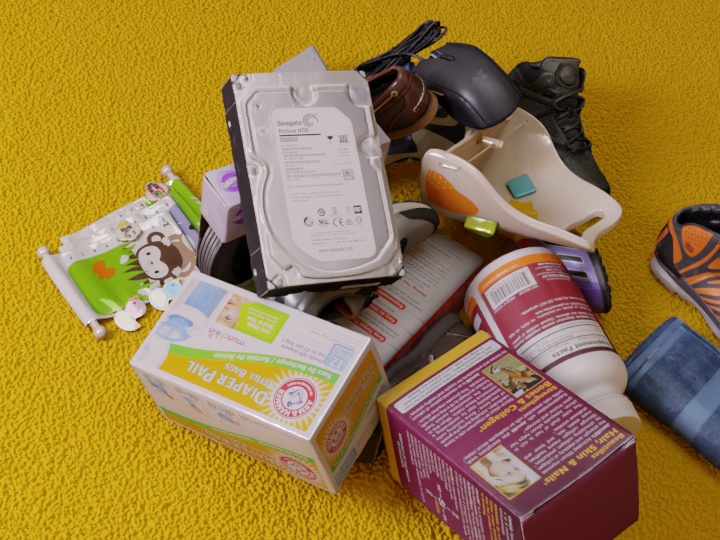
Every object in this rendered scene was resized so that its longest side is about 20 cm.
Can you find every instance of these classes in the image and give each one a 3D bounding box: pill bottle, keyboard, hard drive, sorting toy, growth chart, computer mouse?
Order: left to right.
[{"bbox_3d":[-0.227,-0.018,1.328,0.144,0.018,0.199,41,56,20],"label":"growth chart"},{"bbox_3d":[-0.043,-0.082,1.176,0.138,0.038,0.202,-4,76,-25],"label":"hard drive"},{"bbox_3d":[-0.045,-0.183,1.430,0.056,0.011,0.201,-35,44,7],"label":"keyboard"},{"bbox_3d":[0.068,-0.196,1.346,0.140,0.046,0.200,-34,44,-6],"label":"computer mouse"},{"bbox_3d":[0.171,-0.073,1.323,0.179,0.108,0.200,24,29,19],"label":"sorting toy"},{"bbox_3d":[0.188,0.085,1.264,0.112,0.114,0.201,-12,55,-20],"label":"pill bottle"}]

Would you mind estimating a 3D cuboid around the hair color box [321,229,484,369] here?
[{"bbox_3d":[0.028,0.037,1.305,0.101,0.062,0.200,34,51,18],"label":"hair color box"}]

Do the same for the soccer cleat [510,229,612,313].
[{"bbox_3d":[0.204,-0.025,1.397,0.072,0.068,0.201,-22,57,-7],"label":"soccer cleat"}]

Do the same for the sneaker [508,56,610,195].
[{"bbox_3d":[0.229,-0.166,1.476,0.076,0.115,0.200,-7,52,-37],"label":"sneaker"}]

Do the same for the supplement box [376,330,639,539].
[{"bbox_3d":[0.126,0.161,1.119,0.130,0.104,0.200,-29,40,-22],"label":"supplement box"}]

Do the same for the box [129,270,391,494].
[{"bbox_3d":[-0.086,0.098,1.158,0.198,0.102,0.113,19,61,26],"label":"box"}]

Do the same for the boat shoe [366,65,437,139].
[{"bbox_3d":[-0.020,-0.155,1.325,0.070,0.199,0.071,32,43,-46],"label":"boat shoe"}]

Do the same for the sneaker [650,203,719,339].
[{"bbox_3d":[0.400,0.008,1.370,0.199,0.113,0.077,38,54,19],"label":"sneaker"}]

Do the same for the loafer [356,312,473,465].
[{"bbox_3d":[0.060,0.117,1.237,0.071,0.073,0.200,33,53,16],"label":"loafer"}]

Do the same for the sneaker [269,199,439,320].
[{"bbox_3d":[0.000,0.000,1.251,0.199,0.074,0.080,-31,69,-24],"label":"sneaker"}]

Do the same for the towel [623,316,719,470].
[{"bbox_3d":[0.360,0.137,1.298,0.200,0.049,0.111,40,55,21],"label":"towel"}]

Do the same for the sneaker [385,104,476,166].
[{"bbox_3d":[0.077,-0.135,1.451,0.198,0.130,0.080,-38,35,4],"label":"sneaker"}]

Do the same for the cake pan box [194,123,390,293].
[{"bbox_3d":[-0.074,-0.051,1.276,0.199,0.185,0.052,-24,59,-29],"label":"cake pan box"}]

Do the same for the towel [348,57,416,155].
[{"bbox_3d":[-0.032,-0.161,1.425,0.198,0.024,0.146,-12,48,21],"label":"towel"}]
